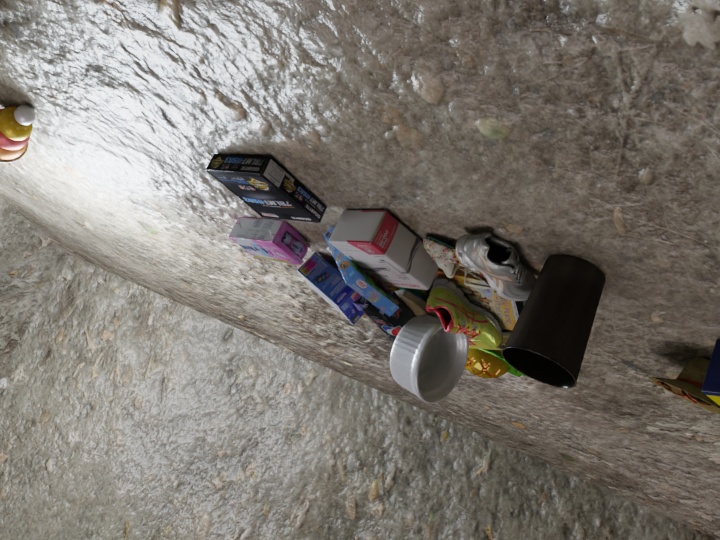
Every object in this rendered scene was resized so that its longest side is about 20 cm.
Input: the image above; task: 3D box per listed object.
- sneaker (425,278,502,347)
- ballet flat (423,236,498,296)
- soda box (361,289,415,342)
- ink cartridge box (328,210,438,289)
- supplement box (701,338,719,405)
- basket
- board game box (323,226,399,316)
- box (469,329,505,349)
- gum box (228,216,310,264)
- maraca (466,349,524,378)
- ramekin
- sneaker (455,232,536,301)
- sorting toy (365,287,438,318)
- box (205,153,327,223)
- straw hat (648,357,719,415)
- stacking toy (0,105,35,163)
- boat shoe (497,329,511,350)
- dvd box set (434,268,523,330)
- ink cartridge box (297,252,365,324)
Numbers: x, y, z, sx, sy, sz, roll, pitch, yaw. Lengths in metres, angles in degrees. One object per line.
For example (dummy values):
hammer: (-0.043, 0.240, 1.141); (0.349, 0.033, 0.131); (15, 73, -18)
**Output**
sneaker: (0.219, 0.111, 1.606); (0.200, 0.090, 0.078); (39, 149, -4)
ballet flat: (0.210, -0.006, 1.489); (0.199, 0.064, 0.076); (22, 174, 13)
soda box: (0.081, 0.115, 1.799); (0.063, 0.071, 0.200); (12, 159, 33)
ink cartridge box: (0.055, -0.043, 1.574); (0.200, 0.083, 0.146); (37, 160, -35)
supplement box: (0.735, 0.218, 1.345); (0.199, 0.109, 0.109); (33, 162, -26)
basket: (0.354, 0.087, 1.330); (0.135, 0.201, 0.180); (16, 161, 30)
board game box: (0.000, 0.000, 1.681); (0.151, 0.037, 0.200); (37, -165, -37)
box: (0.299, 0.155, 1.850); (0.050, 0.076, 0.200); (32, 163, -24)
gum box: (-0.233, -0.077, 1.914); (0.199, 0.066, 0.113); (8, 156, 44)
maraca: (0.350, 0.237, 1.968); (0.199, 0.107, 0.137); (17, 161, 24)
ramekin: (0.159, 0.202, 1.747); (0.097, 0.201, 0.200); (19, 164, 40)
sneaker: (0.276, -0.005, 1.396); (0.199, 0.076, 0.092); (31, 158, -22)
sorting toy: (0.147, 0.087, 1.869); (0.199, 0.070, 0.198); (32, 162, -21)
box: (-0.204, -0.177, 1.605); (0.199, 0.050, 0.198); (11, 157, 42)
straw hat: (0.682, 0.221, 1.478); (0.200, 0.085, 0.201); (29, 178, 1)
stacking toy: (-0.898, -0.372, 1.913); (0.199, 0.147, 0.146); (-14, 141, 42)
boat shoe: (0.370, 0.177, 1.735); (0.200, 0.064, 0.073); (13, 175, -36)
dvd box set: (0.259, 0.059, 1.613); (0.199, 0.029, 0.147); (13, 142, 35)
ink cartridge box: (-0.058, 0.057, 1.955); (0.200, 0.076, 0.137); (42, 174, 28)
